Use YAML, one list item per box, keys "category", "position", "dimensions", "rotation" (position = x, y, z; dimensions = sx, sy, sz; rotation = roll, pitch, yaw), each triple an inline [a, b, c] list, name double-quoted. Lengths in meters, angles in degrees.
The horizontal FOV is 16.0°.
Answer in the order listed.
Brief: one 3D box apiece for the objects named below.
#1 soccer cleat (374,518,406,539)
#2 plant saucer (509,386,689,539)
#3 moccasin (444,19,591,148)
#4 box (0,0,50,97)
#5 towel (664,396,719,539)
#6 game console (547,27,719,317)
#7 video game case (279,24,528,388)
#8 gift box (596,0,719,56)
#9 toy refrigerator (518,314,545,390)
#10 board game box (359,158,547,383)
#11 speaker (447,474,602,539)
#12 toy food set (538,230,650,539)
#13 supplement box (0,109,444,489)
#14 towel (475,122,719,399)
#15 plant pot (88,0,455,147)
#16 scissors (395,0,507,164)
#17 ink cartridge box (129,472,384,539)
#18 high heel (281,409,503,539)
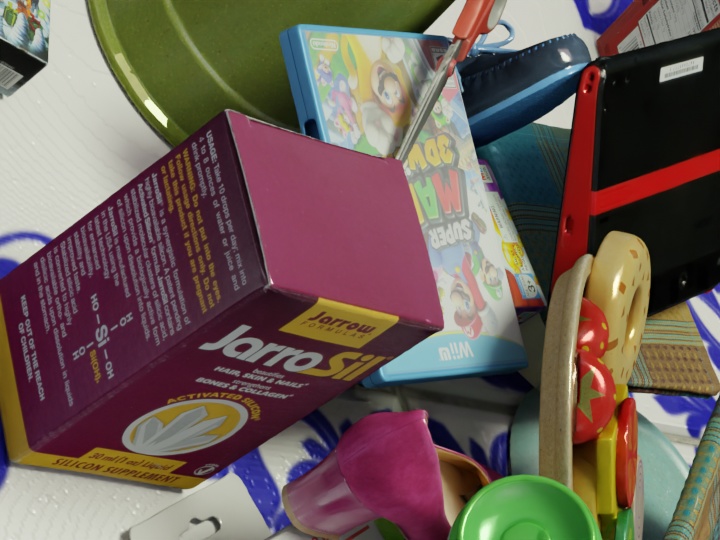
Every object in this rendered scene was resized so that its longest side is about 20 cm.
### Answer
- category: "soccer cleat"
  position: [0.055, 0.162, 1.478]
  dimensions: [0.199, 0.067, 0.082]
  rotation: [10, 75, -49]
- category: "plant saucer"
  position: [0.177, 0.153, 1.652]
  dimensions: [0.201, 0.039, 0.202]
  rotation: [33, 40, -32]
- category: "moccasin"
  position: [0.054, -0.109, 1.563]
  dimensions: [0.080, 0.199, 0.069]
  rotation: [-7, 77, -50]
- category: "box"
  position: [-0.255, -0.197, 1.389]
  dimensions: [0.199, 0.040, 0.138]
  rotation: [29, 42, -35]
- category: "towel"
  position: [0.192, 0.187, 1.525]
  dimensions: [0.022, 0.147, 0.201]
  rotation: [16, 51, 15]
- category: "game console"
  position: [0.182, -0.056, 1.587]
  dimensions: [0.200, 0.031, 0.178]
  rotation: [-19, 117, -52]
- category: "video game case"
  position: [0.026, -0.037, 1.430]
  dimensions: [0.143, 0.018, 0.201]
  rotation: [-2, 76, -53]
- category: "gift box"
  position: [0.301, -0.140, 1.932]
  dimensions: [0.186, 0.200, 0.186]
  rotation: [8, 59, -30]
- category: "toy refrigerator"
  position: [0.137, -0.011, 1.713]
  dimensions: [0.076, 0.070, 0.200]
  rotation: [42, 35, -9]
- category: "board game box"
  position: [0.000, 0.000, 1.494]
  dimensions: [0.199, 0.103, 0.105]
  rotation: [-2, 65, -52]
- category: "speaker"
  position: [0.086, 0.186, 1.372]
  dimensions: [0.200, 0.088, 0.089]
  rotation: [88, -7, -59]
- category: "toy food set"
  position: [0.136, 0.089, 1.458]
  dimensions: [0.200, 0.048, 0.199]
  rotation: [-61, 150, -68]
- category: "supplement box"
  position: [-0.077, 0.020, 1.292]
  dimensions: [0.130, 0.200, 0.104]
  rotation: [14, 52, -44]
- category: "towel"
  position: [0.148, -0.009, 1.646]
  dimensions: [0.146, 0.022, 0.201]
  rotation: [6, 54, -42]
- category: "plant pot"
  position: [-0.029, -0.179, 1.527]
  dimensions: [0.200, 0.190, 0.201]
  rotation: [31, 42, -33]
- category: "scissors"
  position: [0.053, -0.129, 1.450]
  dimensions: [0.014, 0.073, 0.200]
  rotation: [22, 44, 11]
- category: "ink cartridge box"
  position: [-0.023, 0.193, 1.337]
  dimensions: [0.201, 0.068, 0.115]
  rotation: [59, 32, 4]
- category: "high heel"
  position: [0.050, 0.107, 1.359]
  dimensions: [0.199, 0.096, 0.068]
  rotation: [17, 48, -50]
